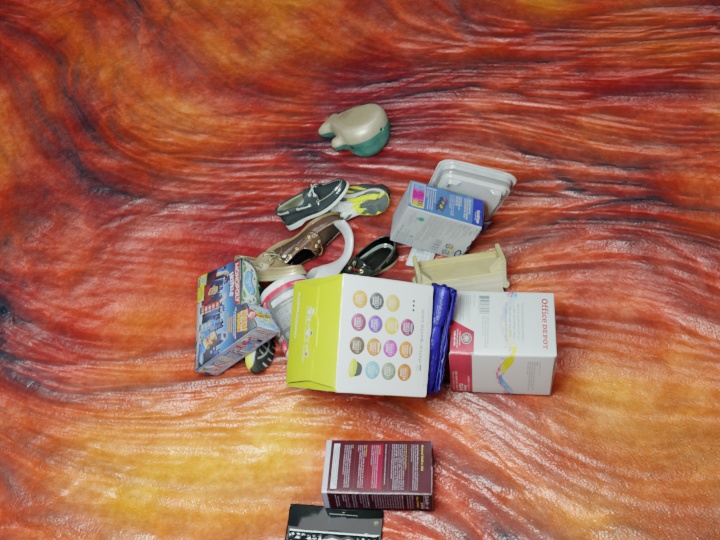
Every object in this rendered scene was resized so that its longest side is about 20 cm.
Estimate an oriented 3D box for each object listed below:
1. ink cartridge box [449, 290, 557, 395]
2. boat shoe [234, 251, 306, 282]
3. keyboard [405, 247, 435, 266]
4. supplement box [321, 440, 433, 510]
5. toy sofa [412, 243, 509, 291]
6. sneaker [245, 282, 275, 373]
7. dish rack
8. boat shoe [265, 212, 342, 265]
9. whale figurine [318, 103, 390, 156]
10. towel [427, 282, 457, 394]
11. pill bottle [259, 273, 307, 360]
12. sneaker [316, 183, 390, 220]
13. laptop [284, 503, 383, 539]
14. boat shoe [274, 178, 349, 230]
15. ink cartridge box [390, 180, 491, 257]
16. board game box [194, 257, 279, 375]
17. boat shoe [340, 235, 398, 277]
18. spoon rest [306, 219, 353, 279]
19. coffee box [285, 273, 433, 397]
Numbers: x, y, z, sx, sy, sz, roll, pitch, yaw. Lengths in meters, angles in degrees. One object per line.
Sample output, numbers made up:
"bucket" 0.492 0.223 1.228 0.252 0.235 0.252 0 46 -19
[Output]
"ink cartridge box" 0.272 0.139 1.584 0.196 0.146 0.147 1 52 10
"boat shoe" -0.198 -0.008 1.750 0.197 0.071 0.066 -2 89 35
"keyboard" 0.157 -0.086 1.850 0.055 0.011 0.202 13 56 16
"supplement box" 0.033 0.368 1.495 0.196 0.061 0.110 -1 47 7
"toy sofa" 0.208 0.016 1.735 0.196 0.099 0.083 -9 28 1
"sneaker" -0.230 0.127 1.711 0.089 0.078 0.203 -16 51 13
"dish rack" 0.228 -0.160 1.770 0.168 0.200 0.044 12 69 -4
"boat shoe" -0.115 -0.051 1.823 0.198 0.071 0.070 -34 50 -8
"whale figurine" -0.011 -0.336 2.018 0.198 0.105 0.160 10 51 45
"towel" 0.141 0.126 1.561 0.049 0.148 0.204 12 93 1
"pill bottle" -0.116 0.118 1.659 0.109 0.111 0.202 -25 69 -12
"sneaker" -0.021 -0.156 1.899 0.196 0.076 0.085 -2 21 18
"laptop" -0.058 0.481 1.401 0.174 0.104 0.203 2 54 8
"boat shoe" -0.111 -0.155 1.837 0.198 0.060 0.076 -31 27 31
"ink cartridge box" 0.175 -0.100 1.755 0.196 0.137 0.077 17 58 -8
"board game box" -0.245 0.089 1.644 0.198 0.061 0.204 -19 64 39
"boat shoe" -0.002 -0.002 1.777 0.200 0.064 0.074 -38 60 -18
"spoon rest" -0.067 -0.008 1.771 0.099 0.060 0.202 -6 54 58
"coffee box" -0.006 0.122 1.513 0.195 0.199 0.204 8 82 -30
